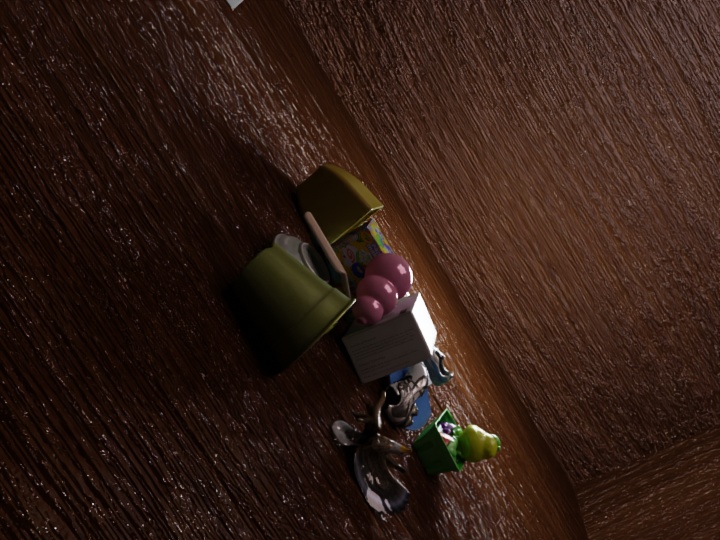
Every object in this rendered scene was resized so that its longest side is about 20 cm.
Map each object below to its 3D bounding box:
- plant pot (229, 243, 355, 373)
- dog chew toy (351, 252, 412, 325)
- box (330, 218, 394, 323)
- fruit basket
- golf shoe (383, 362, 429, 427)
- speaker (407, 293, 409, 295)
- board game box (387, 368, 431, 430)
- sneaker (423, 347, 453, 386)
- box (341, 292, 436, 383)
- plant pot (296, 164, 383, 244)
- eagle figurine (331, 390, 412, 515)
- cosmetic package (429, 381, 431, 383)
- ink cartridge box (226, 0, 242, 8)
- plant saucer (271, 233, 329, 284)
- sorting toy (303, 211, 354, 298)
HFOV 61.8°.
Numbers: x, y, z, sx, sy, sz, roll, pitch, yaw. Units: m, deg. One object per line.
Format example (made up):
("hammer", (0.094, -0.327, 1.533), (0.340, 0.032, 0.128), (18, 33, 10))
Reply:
("plant pot", (-0.142, 0.056, 1.143), (0.190, 0.200, 0.200), (47, 16, -1))
("dog chew toy", (0.047, 0.052, 1.483), (0.125, 0.124, 0.201), (52, 54, -26))
("box", (0.000, 0.000, 1.641), (0.201, 0.192, 0.122), (58, 15, -8))
("fruit basket", (0.266, 0.460, 1.631), (0.157, 0.214, 0.215), (62, 15, 8))
("golf shoe", (0.118, 0.307, 1.574), (0.094, 0.077, 0.201), (44, 44, -23))
("speaker", (0.092, 0.024, 2.108), (0.201, 0.081, 0.081), (59, 15, -4))
("board game box", (0.125, 0.339, 1.659), (0.157, 0.039, 0.202), (8, 70, -46))
("sneaker", (0.195, 0.232, 1.710), (0.201, 0.072, 0.072), (58, 21, 2))
("box", (0.080, 0.170, 1.555), (0.132, 0.198, 0.199), (66, 15, -6))
("plant pot", (-0.078, -0.206, 1.795), (0.201, 0.195, 0.194), (53, 15, 0))
("eagle figurine", (0.038, 0.382, 1.245), (0.151, 0.150, 0.202), (-22, 117, -36))
("cosmetic package", (0.163, 0.278, 1.802), (0.200, 0.051, 0.152), (1, 78, -67))
("ink cartridge box", (-0.512, -1.113, 2.266), (0.200, 0.083, 0.146), (50, 18, -34))
("plant saucer", (-0.118, -0.006, 1.352), (0.201, 0.050, 0.201), (52, 17, -22))
("sorting toy", (-0.078, -0.023, 1.442), (0.186, 0.036, 0.200), (58, -6, 25))
